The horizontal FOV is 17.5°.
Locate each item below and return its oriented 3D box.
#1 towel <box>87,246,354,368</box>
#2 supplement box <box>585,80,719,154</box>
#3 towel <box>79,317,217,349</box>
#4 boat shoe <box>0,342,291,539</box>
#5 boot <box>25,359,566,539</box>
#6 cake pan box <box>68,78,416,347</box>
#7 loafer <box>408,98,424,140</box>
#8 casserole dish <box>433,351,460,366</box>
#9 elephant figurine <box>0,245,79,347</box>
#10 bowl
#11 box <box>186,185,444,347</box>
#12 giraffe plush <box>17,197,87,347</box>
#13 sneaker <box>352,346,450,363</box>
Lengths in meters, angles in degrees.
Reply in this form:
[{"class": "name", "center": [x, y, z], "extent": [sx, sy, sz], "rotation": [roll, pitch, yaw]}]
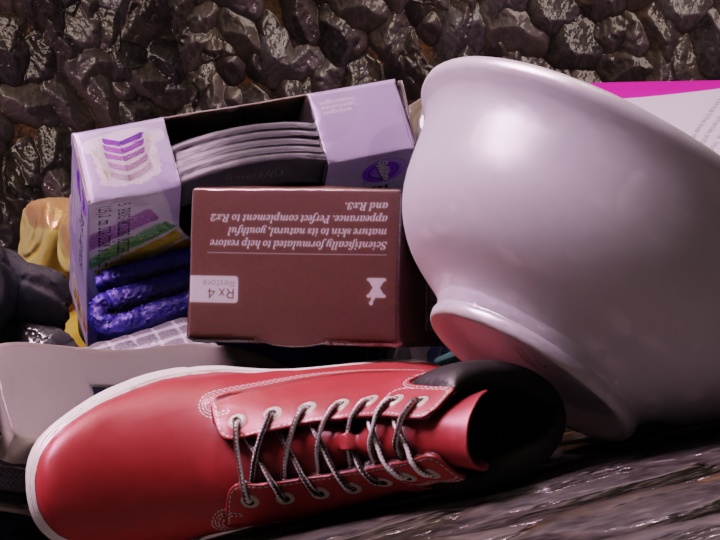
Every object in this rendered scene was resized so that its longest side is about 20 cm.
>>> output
[{"class": "towel", "center": [-0.077, 0.037, 1.337], "extent": [0.147, 0.050, 0.200], "rotation": [-20, -24, -7]}, {"class": "supplement box", "center": [0.172, -0.029, 1.117], "extent": [0.199, 0.104, 0.101], "rotation": [0, 26, 28]}, {"class": "towel", "center": [-0.141, 0.082, 1.153], "extent": [0.199, 0.086, 0.166], "rotation": [-13, 2, -16]}, {"class": "boat shoe", "center": [-0.104, 0.084, 1.037], "extent": [0.200, 0.075, 0.093], "rotation": [11, -44, -35]}, {"class": "boot", "center": [-0.026, 0.070, 0.927], "extent": [0.199, 0.073, 0.144], "rotation": [-10, 1, -22]}, {"class": "cake pan box", "center": [-0.069, -0.030, 1.308], "extent": [0.184, 0.052, 0.200], "rotation": [-11, -25, -14]}, {"class": "loafer", "center": [0.042, -0.018, 1.364], "extent": [0.070, 0.200, 0.075], "rotation": [15, 41, 30]}, {"class": "casserole dish", "center": [0.138, 0.040, 1.201], "extent": [0.199, 0.039, 0.121], "rotation": [-12, 1, -3]}, {"class": "elephant figurine", "center": [-0.275, 0.056, 1.398], "extent": [0.200, 0.156, 0.141], "rotation": [-17, -13, 39]}, {"class": "bowl", "center": [0.091, 0.007, 0.955], "extent": [0.091, 0.201, 0.201], "rotation": [-58, 14, -13]}, {"class": "box", "center": [0.000, 0.000, 1.095], "extent": [0.100, 0.075, 0.200], "rotation": [1, 1, 17]}, {"class": "giraffe plush", "center": [-0.133, 0.052, 1.510], "extent": [0.162, 0.173, 0.200], "rotation": [1, -49, -31]}, {"class": "sneaker", "center": [0.055, 0.013, 1.284], "extent": [0.077, 0.076, 0.200], "rotation": [2, -29, -16]}]
